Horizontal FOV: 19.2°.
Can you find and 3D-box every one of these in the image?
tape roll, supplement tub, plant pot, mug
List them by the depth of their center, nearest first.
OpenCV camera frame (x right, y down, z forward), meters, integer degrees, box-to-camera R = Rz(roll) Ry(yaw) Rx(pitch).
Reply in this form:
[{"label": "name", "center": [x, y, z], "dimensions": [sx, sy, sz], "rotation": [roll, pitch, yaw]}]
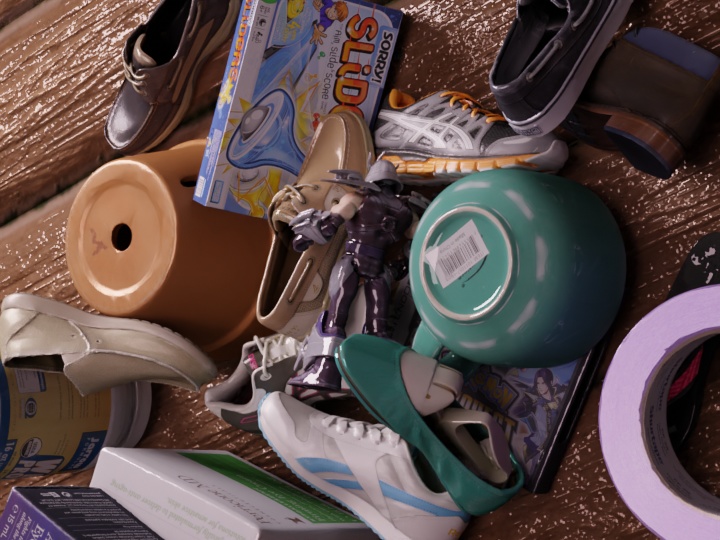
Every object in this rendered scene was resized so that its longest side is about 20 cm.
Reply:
[{"label": "tape roll", "center": [0.276, 0.109, 1.536], "dimensions": [0.199, 0.066, 0.201], "rotation": [1, 92, 23]}, {"label": "mug", "center": [0.110, 0.013, 1.643], "dimensions": [0.152, 0.114, 0.186], "rotation": [12, 94, 37]}, {"label": "plant pot", "center": [-0.164, -0.023, 1.878], "dimensions": [0.200, 0.140, 0.201], "rotation": [-4, 84, 37]}, {"label": "supplement tub", "center": [-0.304, 0.115, 1.926], "dimensions": [0.144, 0.200, 0.145], "rotation": [2, 93, 45]}]

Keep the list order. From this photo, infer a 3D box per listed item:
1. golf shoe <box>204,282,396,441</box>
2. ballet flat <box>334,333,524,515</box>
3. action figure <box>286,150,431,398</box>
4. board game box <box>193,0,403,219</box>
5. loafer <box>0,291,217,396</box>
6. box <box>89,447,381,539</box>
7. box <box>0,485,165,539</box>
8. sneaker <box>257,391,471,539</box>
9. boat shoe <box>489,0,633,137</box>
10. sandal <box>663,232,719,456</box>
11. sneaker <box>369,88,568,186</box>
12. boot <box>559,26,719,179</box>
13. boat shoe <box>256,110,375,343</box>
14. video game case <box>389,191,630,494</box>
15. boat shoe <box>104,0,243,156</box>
[{"label": "golf shoe", "center": [-0.047, 0.077, 1.791], "dimensions": [0.200, 0.088, 0.077], "rotation": [-46, 44, 32]}, {"label": "ballet flat", "center": [0.063, 0.110, 1.648], "dimensions": [0.070, 0.200, 0.067], "rotation": [-25, 30, 29]}, {"label": "action figure", "center": [0.000, 0.000, 1.701], "dimensions": [0.069, 0.130, 0.201], "rotation": [-8, 70, 63]}, {"label": "board game box", "center": [-0.053, -0.140, 1.804], "dimensions": [0.034, 0.135, 0.201], "rotation": [27, 105, 62]}, {"label": "loafer", "center": [-0.221, 0.076, 1.828], "dimensions": [0.199, 0.076, 0.069], "rotation": [14, 73, 12]}, {"label": "box", "center": [-0.126, 0.273, 1.799], "dimensions": [0.199, 0.171, 0.201], "rotation": [22, 100, 37]}, {"label": "box", "center": [-0.208, 0.282, 1.688], "dimensions": [0.200, 0.104, 0.148], "rotation": [31, 104, 36]}, {"label": "sneaker", "center": [0.006, 0.154, 1.752], "dimensions": [0.200, 0.076, 0.081], "rotation": [35, 106, 8]}, {"label": "boat shoe", "center": [0.153, -0.199, 1.640], "dimensions": [0.072, 0.068, 0.200], "rotation": [4, 56, 44]}, {"label": "sandal", "center": [0.234, 0.062, 1.616], "dimensions": [0.075, 0.045, 0.201], "rotation": [31, 105, 34]}, {"label": "sneaker", "center": [0.082, -0.110, 1.734], "dimensions": [0.199, 0.078, 0.078], "rotation": [4, 84, 39]}, {"label": "boot", "center": [0.204, -0.147, 1.663], "dimensions": [0.097, 0.075, 0.200], "rotation": [-49, 44, -6]}, {"label": "boat shoe", "center": [-0.039, -0.043, 1.747], "dimensions": [0.071, 0.064, 0.201], "rotation": [-10, 65, 49]}, {"label": "video game case", "center": [0.105, 0.056, 1.732], "dimensions": [0.200, 0.025, 0.181], "rotation": [29, 104, 36]}, {"label": "boat shoe", "center": [-0.187, -0.196, 1.953], "dimensions": [0.074, 0.073, 0.200], "rotation": [44, 112, 32]}]
